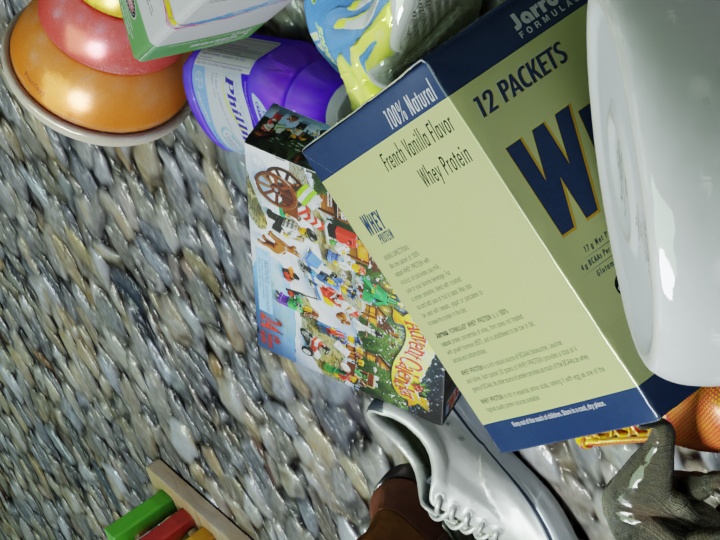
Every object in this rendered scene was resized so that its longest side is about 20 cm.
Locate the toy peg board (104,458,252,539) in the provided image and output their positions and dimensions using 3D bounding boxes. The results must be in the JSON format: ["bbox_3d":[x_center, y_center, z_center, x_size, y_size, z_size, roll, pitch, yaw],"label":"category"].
[{"bbox_3d":[-0.180,0.345,2.292,0.199,0.098,0.200,34,151,44],"label":"toy peg board"}]

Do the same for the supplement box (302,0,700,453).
[{"bbox_3d":[0.102,-0.033,1.065,0.200,0.134,0.200,56,159,-2],"label":"supplement box"}]

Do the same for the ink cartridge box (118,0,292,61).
[{"bbox_3d":[-0.090,-0.219,1.228,0.200,0.084,0.145,160,96,-69],"label":"ink cartridge box"}]

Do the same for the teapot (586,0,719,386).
[{"bbox_3d":[0.178,-0.053,0.874,0.200,0.145,0.198,72,-171,-78],"label":"teapot"}]

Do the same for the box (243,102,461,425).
[{"bbox_3d":[0.000,0.000,1.275,0.136,0.038,0.200,23,145,18],"label":"box"}]

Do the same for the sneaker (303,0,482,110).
[{"bbox_3d":[0.006,-0.148,1.188,0.105,0.076,0.200,50,159,15],"label":"sneaker"}]

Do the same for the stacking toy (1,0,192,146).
[{"bbox_3d":[-0.162,-0.197,1.457,0.146,0.146,0.200,48,141,18],"label":"stacking toy"}]

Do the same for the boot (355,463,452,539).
[{"bbox_3d":[0.049,0.258,1.569,0.200,0.068,0.189,-56,-51,-69],"label":"boot"}]

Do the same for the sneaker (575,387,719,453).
[{"bbox_3d":[0.155,0.079,1.199,0.200,0.077,0.073,3,123,62],"label":"sneaker"}]

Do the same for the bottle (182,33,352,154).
[{"bbox_3d":[-0.045,-0.109,1.369,0.200,0.065,0.084,20,138,57],"label":"bottle"}]

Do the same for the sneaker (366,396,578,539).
[{"bbox_3d":[0.079,0.158,1.485,0.200,0.071,0.073,51,159,14],"label":"sneaker"}]

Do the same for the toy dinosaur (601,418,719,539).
[{"bbox_3d":[0.178,0.143,1.168,0.102,0.077,0.200,-9,156,29],"label":"toy dinosaur"}]
